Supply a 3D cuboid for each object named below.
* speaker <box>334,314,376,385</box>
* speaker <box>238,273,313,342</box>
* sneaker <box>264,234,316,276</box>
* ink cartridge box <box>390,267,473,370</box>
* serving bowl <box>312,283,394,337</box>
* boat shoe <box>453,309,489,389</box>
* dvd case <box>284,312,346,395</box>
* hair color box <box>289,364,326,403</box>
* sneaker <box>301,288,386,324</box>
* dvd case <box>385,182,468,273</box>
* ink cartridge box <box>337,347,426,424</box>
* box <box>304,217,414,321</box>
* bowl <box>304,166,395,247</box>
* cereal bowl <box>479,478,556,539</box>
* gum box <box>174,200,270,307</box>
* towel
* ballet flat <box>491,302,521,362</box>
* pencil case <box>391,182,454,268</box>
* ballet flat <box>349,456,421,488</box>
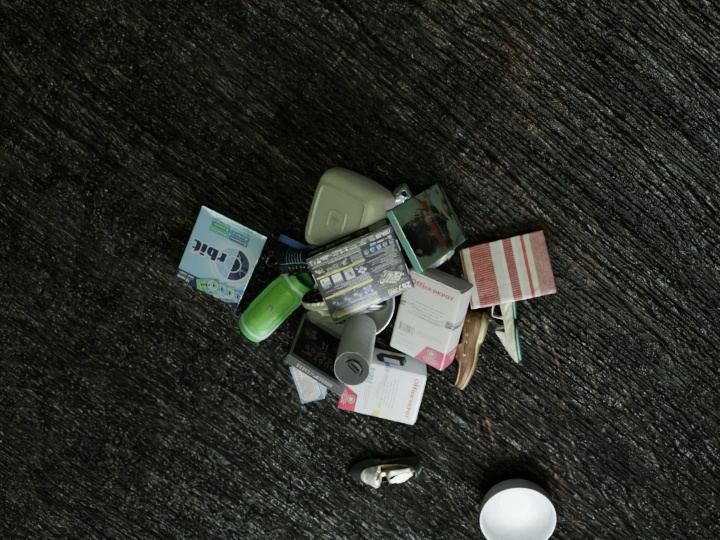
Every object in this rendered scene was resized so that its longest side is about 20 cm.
[{"bbox_3d":[-0.009,0.173,1.604,0.079,0.201,0.083,2,112,4],"label":"speaker"},{"bbox_3d":[-0.203,0.080,1.720,0.088,0.089,0.200,42,109,-11],"label":"speaker"},{"bbox_3d":[-0.136,-0.017,1.628,0.079,0.198,0.070,-56,136,-15],"label":"sneaker"},{"bbox_3d":[0.166,0.105,1.669,0.145,0.082,0.204,24,114,25],"label":"ink cartridge box"},{"bbox_3d":[-0.015,0.060,1.705,0.196,0.066,0.204,2,112,4],"label":"serving bowl"},{"bbox_3d":[0.254,0.187,1.731,0.066,0.072,0.204,15,106,5],"label":"boat shoe"},{"bbox_3d":[-0.087,0.185,1.616,0.149,0.201,0.025,33,112,-8],"label":"dvd case"},{"bbox_3d":[-0.112,0.214,1.701,0.059,0.201,0.102,-14,110,11],"label":"hair color box"},{"bbox_3d":[-0.034,0.083,1.649,0.196,0.074,0.081,-4,120,13],"label":"sneaker"},{"bbox_3d":[0.148,-0.096,1.552,0.022,0.199,0.148,-25,94,43],"label":"dvd case"},{"bbox_3d":[0.054,0.280,1.774,0.196,0.083,0.148,13,112,0],"label":"ink cartridge box"},{"bbox_3d":[0.000,0.000,1.538,0.197,0.049,0.163,-23,113,3],"label":"box"},{"bbox_3d":[-0.035,-0.112,1.587,0.198,0.074,0.203,28,110,25],"label":"bowl"},{"bbox_3d":[0.407,0.626,1.877,0.196,0.084,0.204,2,111,4],"label":"cereal bowl"},{"bbox_3d":[-0.329,-0.037,1.707,0.167,0.045,0.202,25,111,-5],"label":"gum box"},{"bbox_3d":[0.337,-0.001,1.645,0.196,0.023,0.147,-12,86,11],"label":"towel"},{"bbox_3d":[0.345,0.120,1.702,0.061,0.067,0.204,-4,102,17],"label":"ballet flat"},{"bbox_3d":[0.129,-0.101,1.618,0.201,0.083,0.090,50,140,-14],"label":"pencil case"},{"bbox_3d":[0.063,0.528,1.878,0.196,0.069,0.069,-13,110,10],"label":"ballet flat"}]
